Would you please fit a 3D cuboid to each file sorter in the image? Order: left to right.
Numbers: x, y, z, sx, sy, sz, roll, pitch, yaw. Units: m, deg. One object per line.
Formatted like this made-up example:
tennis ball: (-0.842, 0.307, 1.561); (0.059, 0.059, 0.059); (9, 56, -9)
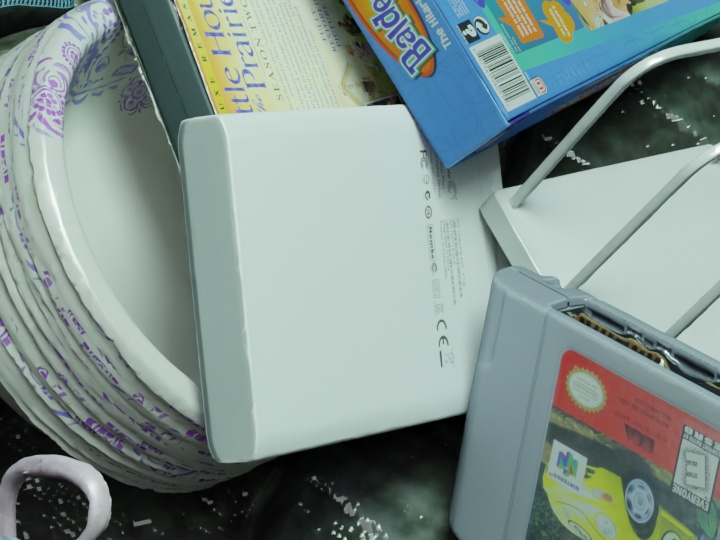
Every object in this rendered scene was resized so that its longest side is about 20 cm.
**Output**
file sorter: (0.175, 0.010, 1.208); (0.138, 0.125, 0.201); (-13, 64, -39)

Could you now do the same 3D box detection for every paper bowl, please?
paper bowl: (-0.094, -0.005, 1.204); (0.104, 0.200, 0.202); (-28, 63, 33)

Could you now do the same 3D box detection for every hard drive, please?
hard drive: (0.000, 0.000, 1.184); (0.027, 0.200, 0.133); (-5, 92, 33)

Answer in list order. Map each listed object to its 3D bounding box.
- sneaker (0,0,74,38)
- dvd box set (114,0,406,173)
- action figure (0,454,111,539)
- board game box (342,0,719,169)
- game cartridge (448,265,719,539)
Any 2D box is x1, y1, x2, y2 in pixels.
sneaker: (-0.189, -0.124, 1.258); (0.081, 0.200, 0.074); (-2, 102, -27)
dvd box set: (-0.030, -0.109, 1.240); (0.029, 0.200, 0.147); (-28, 79, 32)
action figure: (-0.140, 0.189, 1.133); (0.149, 0.134, 0.201); (-45, 119, -30)
board game box: (0.066, -0.144, 1.265); (0.200, 0.045, 0.153); (-27, 85, -49)
game cartridge: (0.116, 0.095, 1.166); (0.041, 0.134, 0.200); (-15, 31, -40)
